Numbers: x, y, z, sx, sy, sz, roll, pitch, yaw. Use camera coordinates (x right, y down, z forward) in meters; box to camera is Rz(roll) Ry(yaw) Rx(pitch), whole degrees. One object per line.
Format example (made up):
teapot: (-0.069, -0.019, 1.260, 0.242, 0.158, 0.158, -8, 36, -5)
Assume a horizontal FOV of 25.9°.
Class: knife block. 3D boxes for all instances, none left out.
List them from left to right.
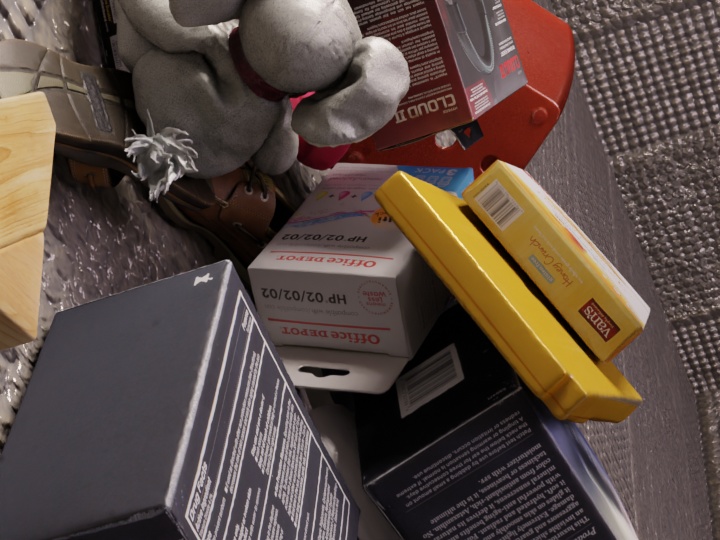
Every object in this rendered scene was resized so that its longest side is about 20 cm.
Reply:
knife block: (-0.216, -0.042, 0.717, 0.176, 0.063, 0.202, 55, 26, -49)

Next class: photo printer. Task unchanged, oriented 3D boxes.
photo printer: (0.010, 0.186, 1.139, 0.168, 0.069, 0.200, 62, 5, 21)

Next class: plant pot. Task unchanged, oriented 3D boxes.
plant pot: (0.057, -0.136, 1.260, 0.198, 0.201, 0.177, 29, 19, -17)

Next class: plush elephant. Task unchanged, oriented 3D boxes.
plush elephant: (-0.062, -0.136, 0.949, 0.165, 0.154, 0.201, 51, 21, -24)

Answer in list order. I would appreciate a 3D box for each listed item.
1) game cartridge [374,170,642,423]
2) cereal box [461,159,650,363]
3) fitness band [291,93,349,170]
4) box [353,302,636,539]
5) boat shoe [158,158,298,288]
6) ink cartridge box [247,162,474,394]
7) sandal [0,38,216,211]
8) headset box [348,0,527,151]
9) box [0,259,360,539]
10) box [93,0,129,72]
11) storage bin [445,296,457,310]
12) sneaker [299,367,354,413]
game cartridge: (0.097, 0.023, 0.995, 0.177, 0.032, 0.200, 51, 13, 18)
cereal box: (0.140, -0.009, 1.081, 0.144, 0.039, 0.200, 49, 10, 6)
fitness band: (-0.020, -0.167, 1.171, 0.037, 0.144, 0.202, 19, 47, -21)
box: (0.098, 0.148, 1.056, 0.199, 0.122, 0.200, 56, 8, -16)
boat shoe: (-0.092, -0.058, 1.116, 0.200, 0.067, 0.073, 47, 32, -56)
ink cartridge box: (0.000, 0.000, 1.096, 0.200, 0.114, 0.069, -54, 140, -51)
sandal: (-0.164, -0.080, 0.946, 0.199, 0.054, 0.083, 14, 51, -54)
headset box: (0.040, -0.179, 1.056, 0.149, 0.076, 0.202, -37, 109, -65)
box: (-0.096, 0.140, 0.843, 0.201, 0.122, 0.200, -82, 153, -55)
box: (-0.131, -0.186, 1.140, 0.200, 0.049, 0.162, 14, 60, -70)
storage bin: (0.029, 0.028, 1.385, 0.200, 0.093, 0.137, -58, 130, -66)
sneaker: (-0.020, 0.019, 1.220, 0.202, 0.084, 0.075, 66, 17, 11)
